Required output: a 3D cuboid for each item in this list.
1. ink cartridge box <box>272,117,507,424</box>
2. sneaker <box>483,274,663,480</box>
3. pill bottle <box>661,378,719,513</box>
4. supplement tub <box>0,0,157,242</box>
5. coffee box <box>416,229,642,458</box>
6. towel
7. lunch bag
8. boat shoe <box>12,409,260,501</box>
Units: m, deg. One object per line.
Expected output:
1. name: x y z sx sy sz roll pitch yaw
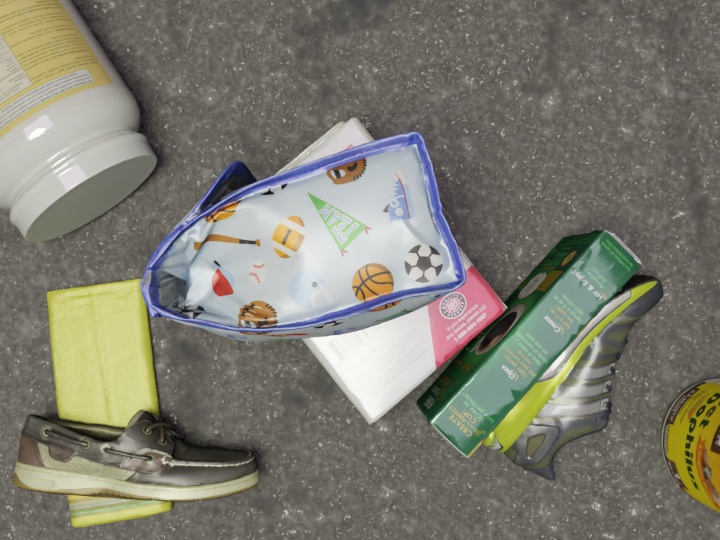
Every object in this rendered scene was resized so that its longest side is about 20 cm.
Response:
1. ink cartridge box: 0.000 0.000 0.782 0.145 0.083 0.201 -39 88 -2
2. sneaker: 0.186 0.087 0.794 0.081 0.074 0.200 41 95 -5
3. pill bottle: 0.311 0.143 0.721 0.108 0.200 0.111 0 87 -1
4. supplement tub: -0.267 -0.140 0.756 0.145 0.145 0.201 -34 88 -2
5. coffee box: 0.129 0.056 0.764 0.044 0.123 0.200 43 87 -2
6. towel: -0.215 0.113 0.812 0.085 0.018 0.203 -7 87 -6
7. lunch bag: -0.042 -0.010 0.656 0.198 0.170 0.125 -18 84 0
8. boat shoe: -0.181 0.147 0.768 0.198 0.072 0.067 1 91 0
